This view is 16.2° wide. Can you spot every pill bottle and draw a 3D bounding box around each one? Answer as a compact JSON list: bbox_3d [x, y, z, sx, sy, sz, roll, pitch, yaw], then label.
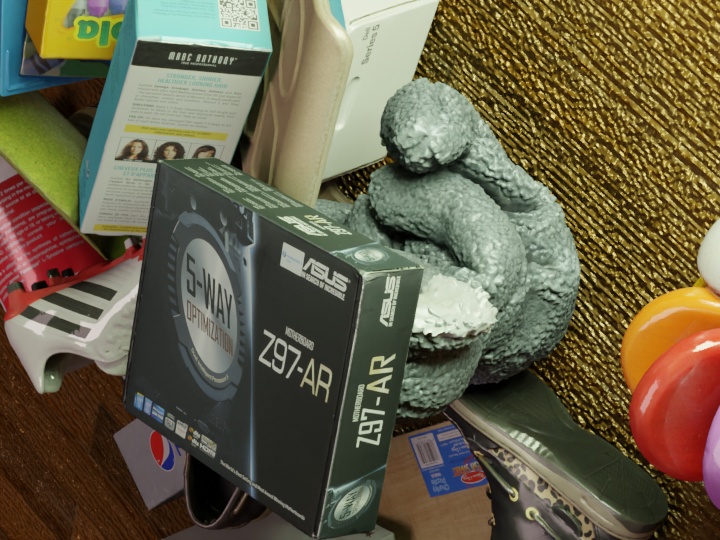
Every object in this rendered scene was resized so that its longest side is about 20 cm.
[{"bbox_3d":[-0.242,-0.029,1.946,0.200,0.112,0.112,62,144,9],"label":"pill bottle"}]

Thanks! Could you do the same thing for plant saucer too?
[{"bbox_3d":[-0.232,-0.098,1.734,0.200,0.048,0.200,44,176,9],"label":"plant saucer"}]

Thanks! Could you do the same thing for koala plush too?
[{"bbox_3d":[0.034,0.024,1.501,0.184,0.200,0.177,40,121,-7],"label":"koala plush"}]

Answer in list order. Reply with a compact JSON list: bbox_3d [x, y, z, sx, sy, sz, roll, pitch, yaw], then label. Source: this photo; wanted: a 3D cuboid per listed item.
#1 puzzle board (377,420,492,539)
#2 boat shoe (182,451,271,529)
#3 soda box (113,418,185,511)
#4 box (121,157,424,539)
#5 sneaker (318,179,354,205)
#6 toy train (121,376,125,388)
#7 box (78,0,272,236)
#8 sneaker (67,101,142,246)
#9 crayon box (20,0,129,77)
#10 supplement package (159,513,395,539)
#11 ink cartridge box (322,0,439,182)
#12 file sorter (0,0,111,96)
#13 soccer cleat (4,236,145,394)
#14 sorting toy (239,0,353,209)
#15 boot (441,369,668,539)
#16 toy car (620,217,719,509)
[{"bbox_3d":[0.056,0.183,1.748,0.200,0.017,0.151,-22,88,54],"label":"puzzle board"},{"bbox_3d":[-0.074,0.082,1.647,0.074,0.073,0.200,12,110,20],"label":"boat shoe"},{"bbox_3d":[-0.107,0.114,1.884,0.200,0.063,0.068,-36,78,54],"label":"soda box"},{"bbox_3d":[-0.055,0.040,1.442,0.200,0.044,0.160,30,116,45],"label":"box"},{"bbox_3d":[0.000,0.000,1.663,0.200,0.076,0.070,61,160,16],"label":"sneaker"},{"bbox_3d":[-0.070,0.051,1.736,0.200,0.085,0.114,4,92,20],"label":"toy train"},{"bbox_3d":[-0.117,-0.095,1.555,0.200,0.082,0.049,115,154,-52],"label":"box"},{"bbox_3d":[-0.132,-0.039,1.830,0.078,0.079,0.200,-22,97,47],"label":"sneaker"},{"bbox_3d":[-0.131,-0.198,1.540,0.052,0.126,0.200,-122,37,-55],"label":"crayon box"},{"bbox_3d":[-0.072,0.289,1.797,0.147,0.191,0.200,19,125,58],"label":"supplement package"},{"bbox_3d":[-0.055,-0.173,1.649,0.200,0.084,0.146,47,138,28],"label":"ink cartridge box"},{"bbox_3d":[-0.192,-0.237,1.611,0.123,0.139,0.200,41,135,44],"label":"file sorter"},{"bbox_3d":[-0.152,0.024,1.699,0.200,0.069,0.085,-20,85,25],"label":"soccer cleat"},{"bbox_3d":[-0.042,-0.120,1.511,0.200,0.036,0.185,-107,25,-49],"label":"sorting toy"},{"bbox_3d":[0.095,0.153,1.621,0.200,0.073,0.151,36,126,28],"label":"boot"},{"bbox_3d":[0.224,0.071,1.351,0.200,0.150,0.175,31,130,41],"label":"toy car"}]
